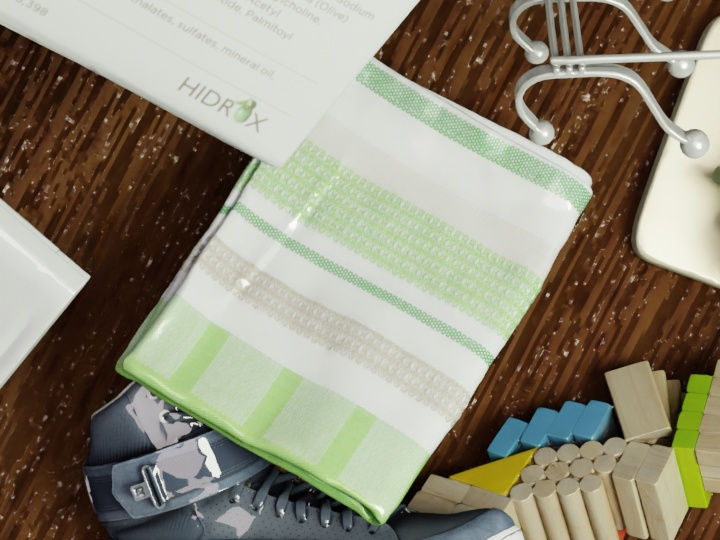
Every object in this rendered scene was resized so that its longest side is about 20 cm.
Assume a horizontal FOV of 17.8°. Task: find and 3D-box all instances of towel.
[{"bbox_3d":[0.000,0.000,1.055,0.149,0.031,0.200,28,66,11],"label":"towel"}]

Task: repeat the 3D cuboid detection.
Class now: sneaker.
[{"bbox_3d":[-0.034,0.096,1.060,0.202,0.077,0.146,-15,89,17],"label":"sneaker"}]

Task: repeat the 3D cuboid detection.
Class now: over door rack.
[{"bbox_3d":[0.168,-0.122,1.049,0.200,0.148,0.067,-12,127,10],"label":"over door rack"}]

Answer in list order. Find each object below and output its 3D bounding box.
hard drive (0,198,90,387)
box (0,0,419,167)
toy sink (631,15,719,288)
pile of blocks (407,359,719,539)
[{"bbox_3d":[-0.238,-0.017,1.062,0.200,0.026,0.132,41,121,-2],"label":"hard drive"},{"bbox_3d":[-0.073,-0.194,0.965,0.200,0.199,0.171,28,118,-28],"label":"box"},{"bbox_3d":[0.246,-0.035,1.078,0.200,0.112,0.130,21,88,-3],"label":"toy sink"},{"bbox_3d":[0.124,0.099,1.106,0.200,0.082,0.062,-14,134,6],"label":"pile of blocks"}]
